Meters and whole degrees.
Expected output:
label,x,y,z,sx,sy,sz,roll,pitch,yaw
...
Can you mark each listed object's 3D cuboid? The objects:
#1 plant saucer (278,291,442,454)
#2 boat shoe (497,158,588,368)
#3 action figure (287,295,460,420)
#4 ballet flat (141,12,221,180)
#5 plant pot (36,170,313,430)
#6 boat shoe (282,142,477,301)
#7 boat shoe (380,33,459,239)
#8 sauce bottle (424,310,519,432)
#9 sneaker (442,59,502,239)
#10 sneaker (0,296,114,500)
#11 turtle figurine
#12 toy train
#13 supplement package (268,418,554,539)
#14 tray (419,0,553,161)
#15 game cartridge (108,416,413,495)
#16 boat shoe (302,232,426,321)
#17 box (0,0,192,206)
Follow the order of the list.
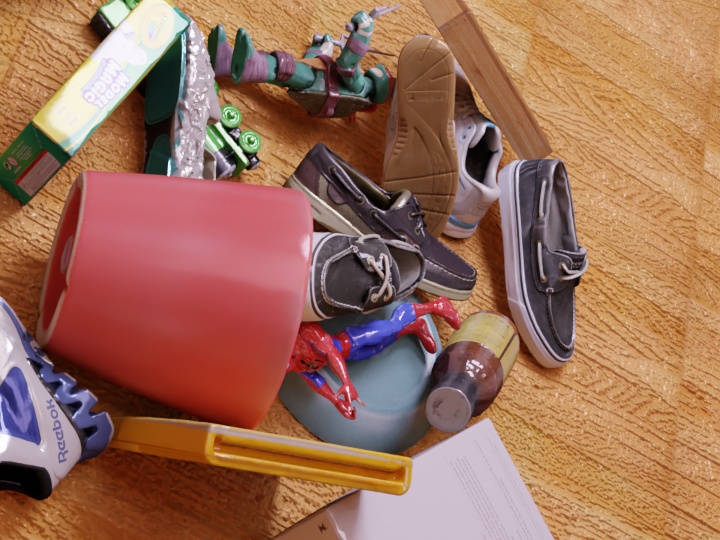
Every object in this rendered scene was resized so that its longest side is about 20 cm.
label,x,y,z,sx,sy,sz,roll,pitch,yaw
plant saucer,0.002,0.063,1.563,0.198,0.036,0.202,19,55,-28
boat shoe,0.180,-0.009,1.687,0.072,0.070,0.202,-13,91,-52
action figure,0.007,0.082,1.485,0.199,0.065,0.100,-7,60,-39
ballet flat,-0.151,-0.115,1.515,0.071,0.072,0.202,12,78,-31
plant pot,-0.150,0.011,1.384,0.176,0.201,0.202,15,56,-16
boat shoe,0.027,-0.043,1.597,0.199,0.065,0.073,30,19,-11
boat shoe,0.057,-0.119,1.646,0.070,0.202,0.069,6,15,-3
sauce bottle,0.094,0.088,1.548,0.066,0.066,0.200,52,20,-1
sneaker,0.103,-0.136,1.720,0.074,0.087,0.202,6,60,-32
sneaker,-0.281,0.097,1.300,0.199,0.080,0.115,44,45,-11
turtle figurine,-0.033,-0.189,1.625,0.198,0.149,0.102,1,82,-28
toy train,-0.163,-0.162,1.566,0.056,0.042,0.201,-39,91,-34
supplement package,0.035,0.224,1.438,0.199,0.120,0.122,-23,82,-42
tray,0.115,-0.195,1.692,0.200,0.037,0.099,51,9,-42
game cartridge,-0.084,0.140,1.348,0.175,0.199,0.033,13,80,-30
boat shoe,0.000,0.000,1.472,0.200,0.063,0.072,-19,108,-67
box,-0.214,-0.150,1.450,0.048,0.117,0.201,41,57,-11
